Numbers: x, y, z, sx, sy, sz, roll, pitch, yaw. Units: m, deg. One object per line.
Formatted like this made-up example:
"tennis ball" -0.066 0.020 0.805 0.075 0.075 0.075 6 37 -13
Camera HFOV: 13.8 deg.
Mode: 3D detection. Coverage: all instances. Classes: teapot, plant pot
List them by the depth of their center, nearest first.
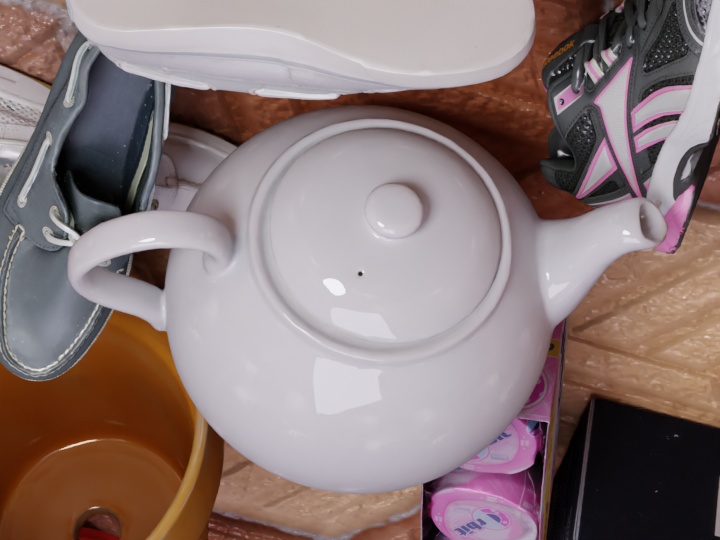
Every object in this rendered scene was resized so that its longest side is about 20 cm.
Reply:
"teapot" 0.000 0.000 1.367 0.197 0.200 0.146 41 159 10
"plant pot" -0.161 0.115 1.588 0.200 0.201 0.183 2 157 11

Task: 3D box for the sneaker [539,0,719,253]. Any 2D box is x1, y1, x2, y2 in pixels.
"sneaker" 0.125 -0.088 1.343 0.086 0.080 0.200 19 137 7

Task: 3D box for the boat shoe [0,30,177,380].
"boat shoe" -0.133 -0.035 1.398 0.073 0.062 0.200 20 105 -5

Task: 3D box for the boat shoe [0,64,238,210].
"boat shoe" -0.128 -0.038 1.466 0.200 0.069 0.071 18 142 -8

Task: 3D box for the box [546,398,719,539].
"box" 0.192 0.181 1.639 0.200 0.104 0.182 15 141 -4

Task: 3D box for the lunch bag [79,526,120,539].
"lunch bag" -0.196 0.208 1.790 0.176 0.082 0.200 -29 127 34

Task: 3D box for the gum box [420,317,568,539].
"gum box" 0.068 0.087 1.541 0.066 0.114 0.200 6 142 5

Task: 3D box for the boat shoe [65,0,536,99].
"boat shoe" -0.024 -0.102 1.262 0.200 0.072 0.069 -1 159 8
